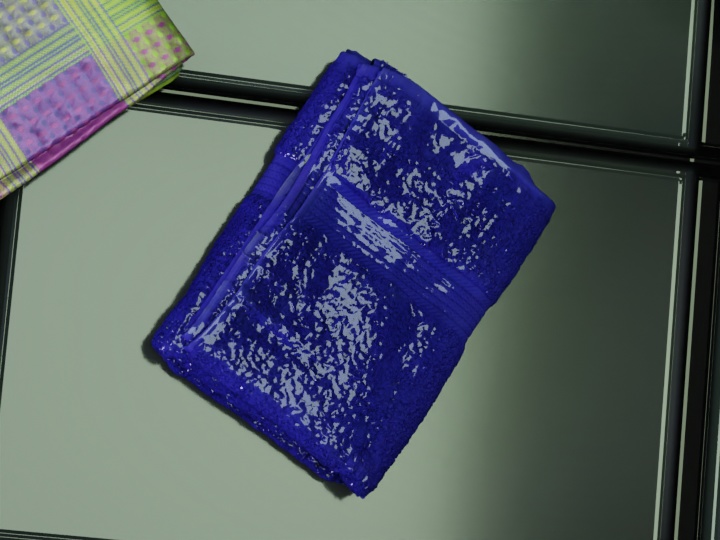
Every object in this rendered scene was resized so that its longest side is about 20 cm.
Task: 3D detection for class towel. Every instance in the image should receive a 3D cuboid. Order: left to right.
[{"bbox_3d":[-0.204,-0.111,1.332,0.200,0.023,0.144,-36,92,-15],"label":"towel"},{"bbox_3d":[0.000,0.000,1.355,0.147,0.050,0.200,35,77,-7],"label":"towel"}]
